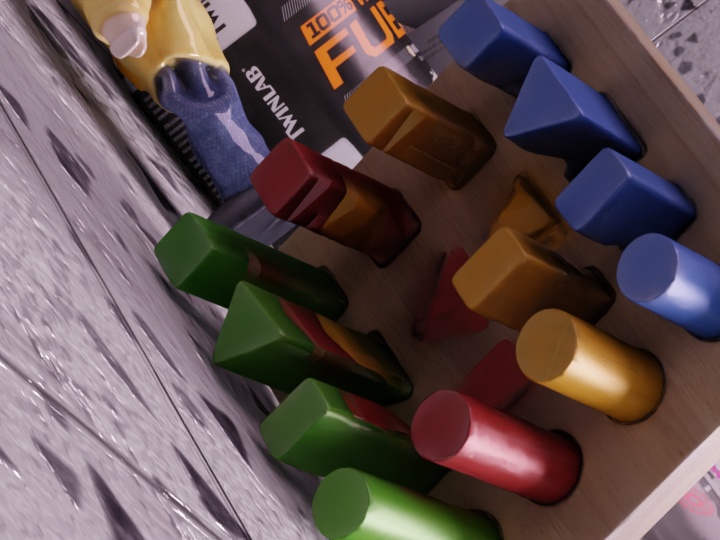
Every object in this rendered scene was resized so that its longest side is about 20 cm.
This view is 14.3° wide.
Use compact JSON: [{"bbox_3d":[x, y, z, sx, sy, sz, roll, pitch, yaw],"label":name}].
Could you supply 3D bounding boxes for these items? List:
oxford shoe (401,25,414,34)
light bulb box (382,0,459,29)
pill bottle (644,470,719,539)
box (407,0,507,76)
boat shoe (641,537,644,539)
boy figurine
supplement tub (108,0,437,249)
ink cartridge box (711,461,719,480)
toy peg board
[{"bbox_3d":[-0.002,-0.124,1.527,0.200,0.073,0.072,-21,108,-59],"label":"oxford shoe"},{"bbox_3d":[0.057,-0.233,1.442,0.197,0.200,0.125,17,41,-12],"label":"light bulb box"},{"bbox_3d":[0.156,0.156,1.536,0.200,0.111,0.111,54,4,8],"label":"pill bottle"},{"bbox_3d":[0.058,-0.026,1.427,0.036,0.144,0.201,2,66,-45],"label":"box"},{"bbox_3d":[0.100,0.076,1.458,0.201,0.073,0.065,64,-16,7],"label":"boat shoe"},{"bbox_3d":[-0.094,-0.098,1.217,0.200,0.064,0.124,53,5,8],"label":"boy figurine"},{"bbox_3d":[-0.035,-0.087,1.360,0.200,0.122,0.123,53,4,-5],"label":"supplement tub"},{"bbox_3d":[0.204,0.122,1.749,0.145,0.200,0.145,51,3,9],"label":"ink cartridge box"},{"bbox_3d":[0.036,0.005,1.030,0.098,0.199,0.200,23,26,-49],"label":"toy peg board"}]
